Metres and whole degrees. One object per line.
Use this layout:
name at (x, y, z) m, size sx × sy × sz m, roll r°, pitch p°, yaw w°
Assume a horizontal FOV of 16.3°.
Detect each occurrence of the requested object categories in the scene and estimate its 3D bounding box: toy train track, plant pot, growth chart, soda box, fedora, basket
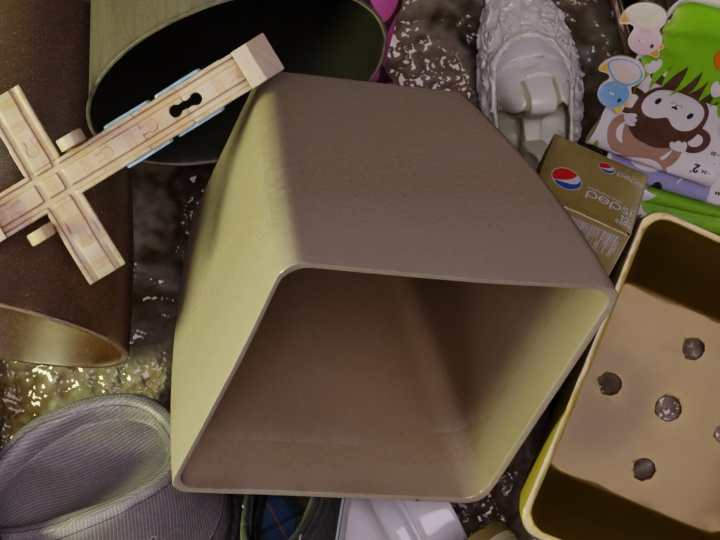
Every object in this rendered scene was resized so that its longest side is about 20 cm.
toy train track at (-0.132, -0.068, 1.379) m, size 0.199 × 0.033 × 0.115 m, roll -31°, pitch 95°, yaw -1°
plant pot at (0.000, 0.000, 1.437) m, size 0.199 × 0.200 × 0.178 m, roll 5°, pitch 48°, yaw -23°
growth chart at (0.210, -0.098, 1.547) m, size 0.144 × 0.018 × 0.201 m, roll 7°, pitch 134°, yaw -11°
plant pot at (-0.211, -0.061, 1.500) m, size 0.186 × 0.187 × 0.201 m, roll 11°, pitch 77°, yaw -7°
soda box at (0.103, 0.019, 1.520) m, size 0.064 × 0.068 × 0.200 m, roll 24°, pitch 128°, yaw 0°
fedora at (-0.165, 0.143, 1.495) m, size 0.199 × 0.177 × 0.090 m, roll -22°, pitch 137°, yaw 0°
basket at (-0.087, -0.187, 1.481) m, size 0.180 × 0.136 × 0.201 m, roll -21°, pitch 55°, yaw 12°
plant pot at (0.207, 0.091, 1.537) m, size 0.199 × 0.176 × 0.201 m, roll 23°, pitch 89°, yaw -7°

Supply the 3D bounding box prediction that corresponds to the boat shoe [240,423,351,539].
boat shoe at (-0.036, 0.113, 1.501) m, size 0.068 × 0.201 × 0.057 m, roll -11°, pitch 134°, yaw 13°

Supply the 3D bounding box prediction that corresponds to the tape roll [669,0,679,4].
tape roll at (0.229, -0.257, 1.528) m, size 0.199 × 0.085 × 0.201 m, roll 16°, pitch 62°, yaw -33°

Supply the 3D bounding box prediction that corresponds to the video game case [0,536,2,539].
video game case at (-0.250, 0.198, 1.492) m, size 0.025 × 0.180 × 0.201 m, roll -19°, pitch 94°, yaw -35°

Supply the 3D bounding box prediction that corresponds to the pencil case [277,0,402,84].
pencil case at (0.008, -0.212, 1.554) m, size 0.090 × 0.094 × 0.201 m, roll 17°, pitch 89°, yaw 31°

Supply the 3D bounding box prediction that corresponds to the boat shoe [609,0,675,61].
boat shoe at (0.171, -0.191, 1.578) m, size 0.066 × 0.074 × 0.201 m, roll -23°, pitch 93°, yaw -10°

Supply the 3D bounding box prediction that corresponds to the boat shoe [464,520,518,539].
boat shoe at (0.059, 0.241, 1.530) m, size 0.066 × 0.072 × 0.201 m, roll 43°, pitch 130°, yaw 27°

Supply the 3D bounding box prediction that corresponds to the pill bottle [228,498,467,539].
pill bottle at (-0.033, 0.193, 1.544) m, size 0.199 × 0.111 × 0.112 m, roll -27°, pitch 94°, yaw -5°

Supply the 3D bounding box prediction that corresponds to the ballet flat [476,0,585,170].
ballet flat at (0.112, -0.081, 1.579) m, size 0.071 × 0.072 × 0.201 m, roll -4°, pitch 91°, yaw -6°
